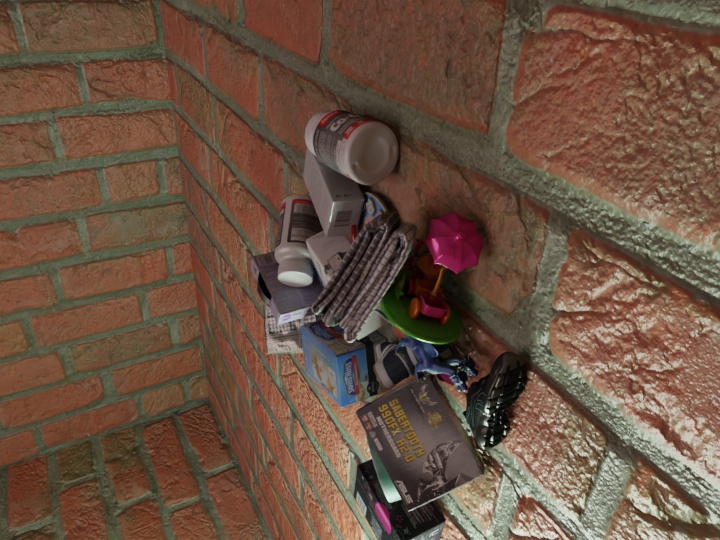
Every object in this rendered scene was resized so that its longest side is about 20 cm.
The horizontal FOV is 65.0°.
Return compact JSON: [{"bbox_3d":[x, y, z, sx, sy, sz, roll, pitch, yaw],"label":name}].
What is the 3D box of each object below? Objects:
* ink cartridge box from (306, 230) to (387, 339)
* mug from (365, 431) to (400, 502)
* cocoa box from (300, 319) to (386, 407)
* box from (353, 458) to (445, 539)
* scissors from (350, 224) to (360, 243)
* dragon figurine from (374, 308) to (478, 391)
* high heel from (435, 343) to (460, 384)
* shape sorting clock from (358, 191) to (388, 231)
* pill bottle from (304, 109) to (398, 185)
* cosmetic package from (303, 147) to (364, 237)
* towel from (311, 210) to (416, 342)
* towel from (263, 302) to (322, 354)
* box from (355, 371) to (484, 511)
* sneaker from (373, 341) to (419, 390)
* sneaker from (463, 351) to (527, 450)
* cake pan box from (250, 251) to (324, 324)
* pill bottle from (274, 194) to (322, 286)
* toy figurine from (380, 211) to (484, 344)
[{"bbox_3d":[-0.029,0.025,1.218,0.200,0.086,0.147,53,166,37],"label":"ink cartridge box"},{"bbox_3d":[0.087,0.368,1.154,0.185,0.114,0.153,-103,-7,-77],"label":"mug"},{"bbox_3d":[-0.040,0.201,1.317,0.200,0.131,0.134,28,127,57],"label":"cocoa box"},{"bbox_3d":[0.082,0.528,1.258,0.200,0.114,0.133,50,145,43],"label":"box"},{"bbox_3d":[0.000,0.000,1.093,0.073,0.014,0.201,70,-168,-59],"label":"scissors"},{"bbox_3d":[0.111,0.120,0.944,0.200,0.059,0.099,55,133,14],"label":"dragon figurine"},{"bbox_3d":[0.126,0.110,1.004,0.201,0.067,0.096,68,163,6],"label":"high heel"},{"bbox_3d":[0.027,-0.060,1.160,0.200,0.039,0.201,38,135,52],"label":"shape sorting clock"},{"bbox_3d":[-0.025,-0.244,1.086,0.200,0.113,0.115,38,135,51],"label":"pill bottle"},{"bbox_3d":[-0.062,-0.177,1.208,0.102,0.071,0.201,106,150,-46],"label":"cosmetic package"},{"bbox_3d":[0.009,0.000,0.923,0.201,0.085,0.166,-58,-1,13],"label":"towel"},{"bbox_3d":[-0.171,0.121,1.485,0.199,0.035,0.194,-7,80,23],"label":"towel"},{"bbox_3d":[0.107,0.307,1.026,0.201,0.158,0.048,61,-165,8],"label":"box"},{"bbox_3d":[0.087,0.169,1.129,0.070,0.108,0.200,57,-173,-4],"label":"sneaker"},{"bbox_3d":[0.202,0.198,0.899,0.079,0.075,0.201,51,144,44],"label":"sneaker"},{"bbox_3d":[-0.149,0.026,1.372,0.185,0.199,0.052,56,148,31],"label":"cake pan box"},{"bbox_3d":[-0.144,-0.069,1.336,0.111,0.110,0.201,129,149,-59],"label":"pill bottle"},{"bbox_3d":[0.129,-0.015,0.924,0.200,0.149,0.185,-99,26,-55],"label":"toy figurine"}]
